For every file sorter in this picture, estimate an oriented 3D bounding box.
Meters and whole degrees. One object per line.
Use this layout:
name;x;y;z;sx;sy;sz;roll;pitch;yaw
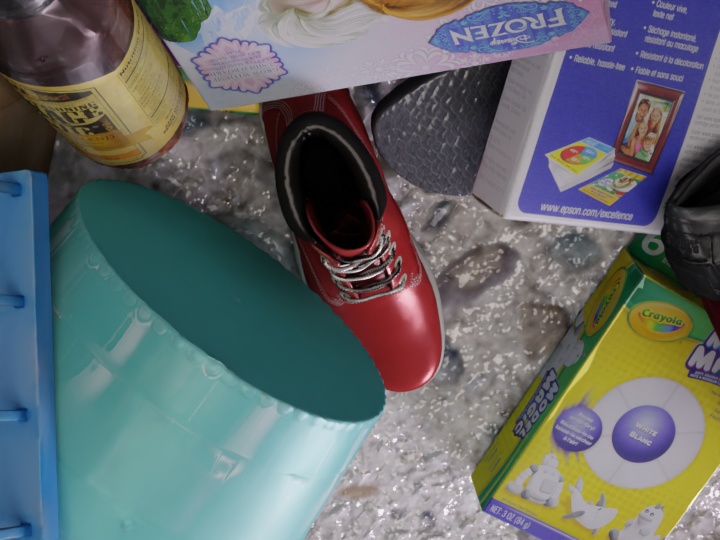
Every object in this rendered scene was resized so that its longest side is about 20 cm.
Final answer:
file sorter;-0.211;0.061;0.570;0.138;0.123;0.202;-5;84;22

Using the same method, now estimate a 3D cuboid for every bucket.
bucket;-0.095;0.062;0.692;0.206;0.207;0.135;34;105;-17

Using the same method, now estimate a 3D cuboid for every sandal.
sandal;0.098;-0.099;0.787;0.199;0.043;0.077;-22;118;-9

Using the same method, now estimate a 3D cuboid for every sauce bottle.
sauce bottle;-0.124;-0.100;0.604;0.065;0.200;0.067;-2;75;9

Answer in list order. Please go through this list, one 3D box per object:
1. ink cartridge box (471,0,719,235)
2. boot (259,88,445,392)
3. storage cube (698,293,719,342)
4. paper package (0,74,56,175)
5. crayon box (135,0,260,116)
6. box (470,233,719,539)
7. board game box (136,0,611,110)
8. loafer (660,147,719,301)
ink cartridge box;0.170;-0.115;0.748;0.196;0.047;0.201;5;110;-32
boot;0.000;0.000;0.759;0.072;0.144;0.201;-21;114;2
storage cube;0.289;0.066;0.737;0.199;0.180;0.172;-25;112;13
paper package;-0.237;-0.116;0.679;0.189;0.103;0.201;21;114;10
crayon box;-0.100;-0.184;0.721;0.118;0.058;0.202;5;111;-7
box;0.167;0.078;0.860;0.117;0.048;0.201;26;105;-15
board game box;-0.008;-0.151;0.605;0.198;0.041;0.200;-8;150;16
loafer;0.237;-0.064;0.744;0.200;0.068;0.071;-36;134;-10
